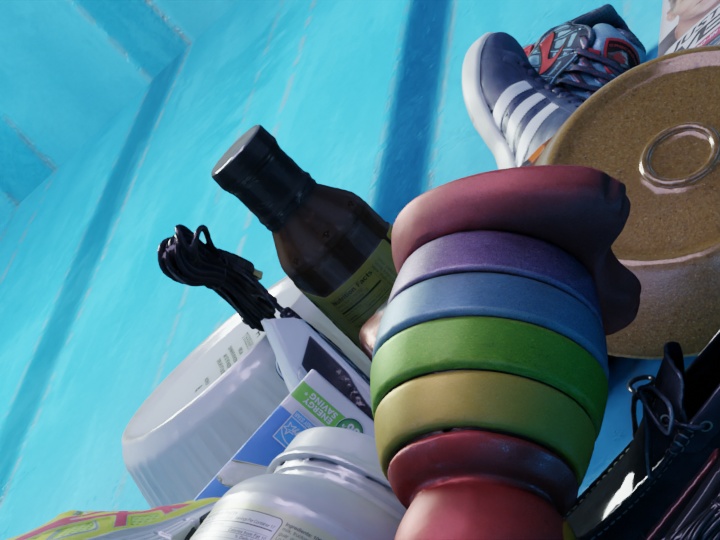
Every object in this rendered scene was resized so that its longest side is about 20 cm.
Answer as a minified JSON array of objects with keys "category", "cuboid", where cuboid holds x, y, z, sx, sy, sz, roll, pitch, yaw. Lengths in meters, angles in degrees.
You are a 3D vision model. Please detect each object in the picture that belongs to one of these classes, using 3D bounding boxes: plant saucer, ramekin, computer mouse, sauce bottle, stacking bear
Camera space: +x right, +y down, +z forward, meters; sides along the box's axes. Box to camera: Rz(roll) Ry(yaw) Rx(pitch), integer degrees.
[{"category":"plant saucer","cuboid":[0.161,-0.046,1.441,0.199,0.036,0.201,-15,45,16]},{"category":"ramekin","cuboid":[-0.056,0.084,1.773,0.202,0.094,0.202,-41,9,8]},{"category":"computer mouse","cuboid":[-0.029,0.057,1.622,0.044,0.200,0.110,-46,-26,1]},{"category":"sauce bottle","cuboid":[0.000,0.000,1.657,0.065,0.200,0.065,-43,11,10]},{"category":"stacking bear","cuboid":[0.058,0.070,1.282,0.113,0.122,0.201,0,57,10]}]

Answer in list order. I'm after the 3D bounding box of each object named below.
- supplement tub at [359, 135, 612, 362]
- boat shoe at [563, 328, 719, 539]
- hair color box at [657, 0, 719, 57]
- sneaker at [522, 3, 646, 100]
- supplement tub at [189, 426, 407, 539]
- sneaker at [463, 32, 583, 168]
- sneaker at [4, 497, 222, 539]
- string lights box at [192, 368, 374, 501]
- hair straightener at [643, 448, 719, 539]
[{"category":"supplement tub","cuboid":[0.101,0.002,1.546,0.200,0.107,0.107,-45,13,2]},{"category":"boat shoe","cuboid":[0.148,0.064,1.314,0.200,0.062,0.075,-44,15,14]},{"category":"hair color box","cuboid":[0.224,-0.139,1.693,0.100,0.061,0.200,-40,14,22]},{"category":"sneaker","cuboid":[0.134,-0.120,1.876,0.095,0.079,0.200,-38,15,21]},{"category":"supplement tub","cuboid":[-0.036,0.184,1.330,0.200,0.145,0.145,-52,15,-29]},{"category":"sneaker","cuboid":[0.119,-0.079,1.714,0.084,0.075,0.201,-35,42,19]},{"category":"sneaker","cuboid":[-0.112,0.142,1.413,0.090,0.199,0.079,12,97,40]},{"category":"string lights box","cuboid":[-0.051,0.162,1.514,0.200,0.103,0.059,-48,-20,-9]},{"category":"hair straightener","cuboid":[0.139,0.124,1.230,0.200,0.041,0.077,-44,13,-14]}]
